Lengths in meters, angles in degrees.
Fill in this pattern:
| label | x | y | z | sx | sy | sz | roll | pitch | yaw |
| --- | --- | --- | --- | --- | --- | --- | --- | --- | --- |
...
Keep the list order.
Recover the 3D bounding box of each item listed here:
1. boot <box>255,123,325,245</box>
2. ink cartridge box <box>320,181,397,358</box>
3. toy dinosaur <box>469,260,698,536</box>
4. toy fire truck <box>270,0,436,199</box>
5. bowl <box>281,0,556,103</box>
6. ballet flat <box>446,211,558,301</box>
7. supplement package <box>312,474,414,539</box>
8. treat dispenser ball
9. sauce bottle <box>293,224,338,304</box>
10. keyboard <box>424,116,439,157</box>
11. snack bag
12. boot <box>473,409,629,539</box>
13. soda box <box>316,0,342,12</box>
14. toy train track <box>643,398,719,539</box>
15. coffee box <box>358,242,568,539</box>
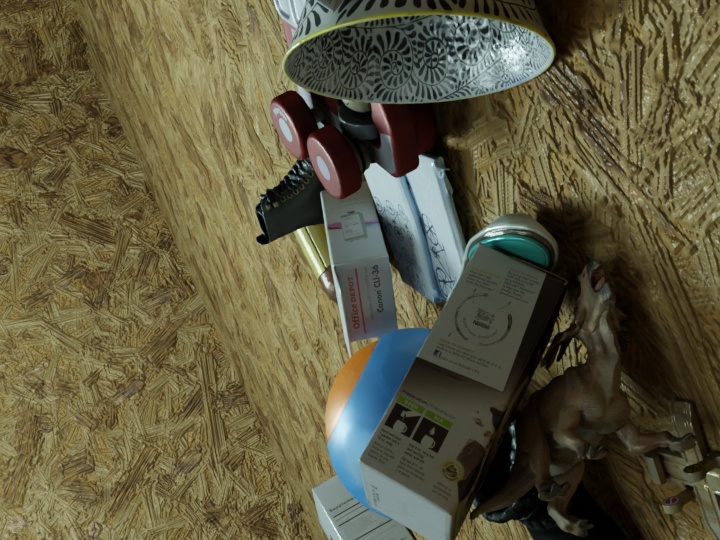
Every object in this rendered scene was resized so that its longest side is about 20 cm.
| label | x | y | z | sx | sy | sz | roll | pitch | yaw |
| --- | --- | --- | --- | --- | --- | --- | --- | --- | --- |
| boot | -0.074 | -0.121 | 1.056 | 0.078 | 0.136 | 0.203 | 50 | 155 | 41 |
| ink cartridge box | 0.000 | 0.000 | 0.998 | 0.202 | 0.066 | 0.118 | -101 | 1 | -52 |
| toy dinosaur | 0.156 | 0.107 | 0.643 | 0.201 | 0.085 | 0.137 | -51 | 35 | 22 |
| toy fire truck | -0.018 | -0.178 | 0.777 | 0.200 | 0.111 | 0.170 | 46 | 159 | 44 |
| bowl | 0.040 | -0.193 | 0.609 | 0.200 | 0.196 | 0.097 | 164 | 106 | -72 |
| ballet flat | 0.123 | -0.011 | 0.730 | 0.070 | 0.068 | 0.201 | 61 | 161 | 17 |
| supplement package | 0.007 | 0.490 | 1.584 | 0.200 | 0.118 | 0.123 | 49 | 156 | 45 |
| treat dispenser ball | 0.060 | 0.165 | 0.905 | 0.202 | 0.198 | 0.203 | 55 | 159 | 33 |
| sauce bottle | -0.037 | -0.005 | 1.208 | 0.203 | 0.065 | 0.066 | 64 | 162 | 16 |
| keyboard | 0.025 | -0.186 | 0.882 | 0.200 | 0.020 | 0.129 | 46 | 158 | 47 |
| snack bag | 0.063 | -0.046 | 0.909 | 0.200 | 0.021 | 0.192 | 35 | 147 | 62 |
| boot | 0.166 | 0.217 | 0.740 | 0.213 | 0.079 | 0.157 | 58 | -168 | 29 |
| soda box | -0.052 | -0.246 | 0.572 | 0.064 | 0.067 | 0.201 | -53 | 33 | 18 |
| toy train track | 0.258 | 0.155 | 0.583 | 0.117 | 0.032 | 0.199 | 69 | 162 | -5 |
| coffee box | 0.082 | 0.097 | 0.658 | 0.079 | 0.202 | 0.114 | 24 | 156 | 17 |
